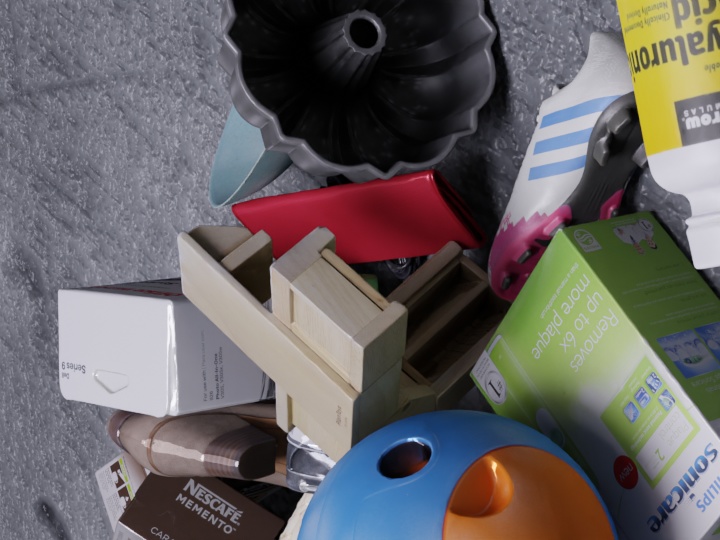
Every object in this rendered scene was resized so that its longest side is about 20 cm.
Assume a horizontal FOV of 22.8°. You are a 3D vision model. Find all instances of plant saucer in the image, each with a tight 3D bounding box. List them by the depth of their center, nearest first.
[{"bbox_3d":[-0.056,-0.133,1.359,0.202,0.038,0.202,-55,19,30],"label":"plant saucer"}]

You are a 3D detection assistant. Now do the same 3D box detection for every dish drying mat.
[{"bbox_3d":[-0.003,-0.036,1.304,0.199,0.018,0.077,-6,138,43],"label":"dish drying mat"}]

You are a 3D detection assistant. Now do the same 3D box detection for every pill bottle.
[{"bbox_3d":[0.210,-0.107,1.008,0.111,0.111,0.202,-12,90,53],"label":"pill bottle"}]

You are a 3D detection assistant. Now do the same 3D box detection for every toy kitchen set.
[{"bbox_3d":[0.000,0.000,1.172,0.163,0.180,0.201,40,155,21],"label":"toy kitchen set"}]

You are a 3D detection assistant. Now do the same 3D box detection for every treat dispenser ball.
[{"bbox_3d":[0.057,0.185,1.070,0.200,0.200,0.203,17,112,50],"label":"treat dispenser ball"}]

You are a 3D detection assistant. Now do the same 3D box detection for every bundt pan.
[{"bbox_3d":[-0.011,-0.151,1.227,0.076,0.200,0.204,-31,74,63],"label":"bundt pan"}]

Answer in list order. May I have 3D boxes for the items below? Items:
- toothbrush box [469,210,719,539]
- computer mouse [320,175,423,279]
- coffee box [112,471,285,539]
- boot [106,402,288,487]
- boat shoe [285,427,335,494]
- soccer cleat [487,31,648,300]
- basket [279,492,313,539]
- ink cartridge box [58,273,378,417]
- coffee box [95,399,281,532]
[{"bbox_3d":[0.177,0.087,1.121,0.201,0.086,0.146,55,138,27],"label":"toothbrush box"},{"bbox_3d":[-0.011,0.033,1.395,0.109,0.044,0.201,38,121,36],"label":"computer mouse"},{"bbox_3d":[-0.142,0.243,1.433,0.114,0.080,0.200,32,145,5],"label":"coffee box"},{"bbox_3d":[-0.087,0.123,1.355,0.146,0.199,0.071,12,95,43],"label":"boot"},{"bbox_3d":[0.042,0.147,1.260,0.198,0.072,0.068,8,100,9],"label":"boat shoe"},{"bbox_3d":[0.137,-0.067,1.162,0.201,0.069,0.087,-59,37,39],"label":"soccer cleat"},{"bbox_3d":[0.006,0.250,1.350,0.124,0.135,0.201,59,139,31],"label":"basket"},{"bbox_3d":[-0.103,0.049,1.316,0.145,0.199,0.085,3,97,46],"label":"ink cartridge box"},{"bbox_3d":[-0.129,0.167,1.522,0.200,0.112,0.080,-37,70,51],"label":"coffee box"}]
